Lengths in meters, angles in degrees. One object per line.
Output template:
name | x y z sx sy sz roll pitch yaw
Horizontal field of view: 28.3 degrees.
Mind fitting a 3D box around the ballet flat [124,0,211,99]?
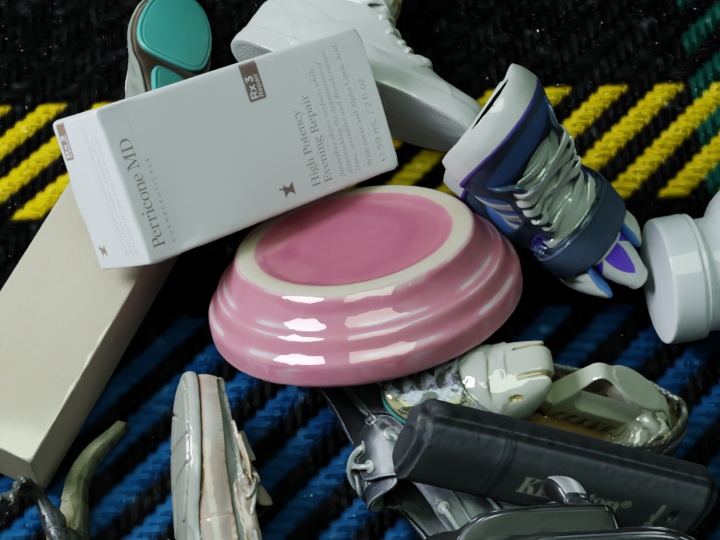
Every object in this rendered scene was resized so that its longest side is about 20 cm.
ballet flat | -0.145 -0.129 1.018 0.067 0.064 0.200 26 33 -25

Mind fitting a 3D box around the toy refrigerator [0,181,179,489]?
toy refrigerator | -0.192 0.035 0.931 0.076 0.070 0.201 23 65 7

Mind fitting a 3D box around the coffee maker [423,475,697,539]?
coffee maker | 0.072 0.191 0.721 0.191 0.200 0.135 -24 79 -9

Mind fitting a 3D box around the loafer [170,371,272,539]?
loafer | -0.079 0.159 0.864 0.063 0.072 0.201 2 66 -16

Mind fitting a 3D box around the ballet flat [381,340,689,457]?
ballet flat | 0.112 0.073 0.856 0.199 0.072 0.072 15 59 -20

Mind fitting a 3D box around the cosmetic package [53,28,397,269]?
cosmetic package | -0.082 -0.080 0.916 0.200 0.074 0.102 -25 102 -33

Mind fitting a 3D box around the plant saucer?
plant saucer | 0.000 0.000 0.896 0.200 0.051 0.201 -8 28 4

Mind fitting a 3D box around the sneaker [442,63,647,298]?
sneaker | 0.128 -0.047 0.892 0.146 0.200 0.081 36 84 4

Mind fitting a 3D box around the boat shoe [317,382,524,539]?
boat shoe | 0.024 0.117 0.877 0.068 0.072 0.200 -38 73 -23

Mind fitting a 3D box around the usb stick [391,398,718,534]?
usb stick | 0.114 0.117 0.828 0.199 0.056 0.033 15 30 -19

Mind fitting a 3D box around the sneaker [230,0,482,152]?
sneaker | 0.019 -0.167 1.033 0.199 0.074 0.116 26 68 17

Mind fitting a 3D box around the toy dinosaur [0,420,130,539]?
toy dinosaur | -0.185 0.170 0.853 0.047 0.088 0.201 -24 51 34

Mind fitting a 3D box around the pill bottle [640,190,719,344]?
pill bottle | 0.286 -0.007 0.913 0.199 0.112 0.112 -8 61 -3
